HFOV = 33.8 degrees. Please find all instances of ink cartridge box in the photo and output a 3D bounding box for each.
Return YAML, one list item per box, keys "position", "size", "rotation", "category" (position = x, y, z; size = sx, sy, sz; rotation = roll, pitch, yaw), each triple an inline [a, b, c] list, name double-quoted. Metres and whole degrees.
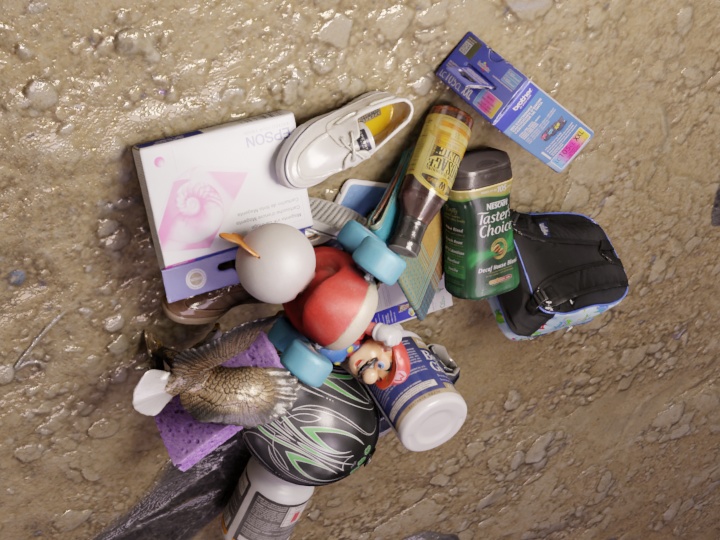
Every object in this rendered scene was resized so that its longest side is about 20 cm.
- position: [0.190, -0.220, 1.513]
  size: [0.076, 0.137, 0.200]
  rotation: [-50, 138, 11]
  category: "ink cartridge box"
- position: [0.034, 0.040, 1.731]
  size: [0.199, 0.039, 0.100]
  rotation: [-19, 138, -7]
  category: "ink cartridge box"
- position: [-0.158, -0.075, 1.432]
  size: [0.195, 0.043, 0.201]
  rotation: [-17, 108, -20]
  category: "ink cartridge box"

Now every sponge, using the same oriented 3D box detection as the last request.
- position: [-0.196, 0.181, 1.670]
  size: [0.200, 0.112, 0.030]
  rotation: [-37, 142, 3]
  category: "sponge"

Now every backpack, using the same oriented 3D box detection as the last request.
- position: [0.283, 0.006, 1.774]
  size: [0.199, 0.184, 0.147]
  rotation: [-7, 156, -32]
  category: "backpack"

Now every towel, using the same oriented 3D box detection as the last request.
- position: [0.073, -0.047, 1.606]
  size: [0.147, 0.022, 0.200]
  rotation: [-64, 145, -31]
  category: "towel"

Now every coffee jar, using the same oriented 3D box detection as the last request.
- position: [0.163, -0.066, 1.640]
  size: [0.104, 0.085, 0.201]
  rotation: [-17, 112, -26]
  category: "coffee jar"

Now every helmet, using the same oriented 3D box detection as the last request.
- position: [-0.081, 0.218, 1.731]
  size: [0.200, 0.200, 0.190]
  rotation: [-48, 150, 16]
  category: "helmet"

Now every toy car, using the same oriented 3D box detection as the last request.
- position: [-0.085, 0.000, 1.416]
  size: [0.200, 0.177, 0.185]
  rotation: [35, 94, -20]
  category: "toy car"

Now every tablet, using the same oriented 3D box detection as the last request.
- position: [0.036, -0.067, 1.658]
  size: [0.199, 0.014, 0.130]
  rotation: [3, 127, -37]
  category: "tablet"

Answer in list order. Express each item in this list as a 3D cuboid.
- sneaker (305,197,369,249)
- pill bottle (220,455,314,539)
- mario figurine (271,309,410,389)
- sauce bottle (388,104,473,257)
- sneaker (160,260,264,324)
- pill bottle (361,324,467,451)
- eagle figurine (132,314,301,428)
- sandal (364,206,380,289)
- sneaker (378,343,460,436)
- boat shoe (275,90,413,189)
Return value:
- position: [-0.083, -0.050, 1.545]
  size: [0.199, 0.079, 0.080]
  rotation: [10, 119, -26]
  category: "sneaker"
- position: [-0.139, 0.353, 1.874]
  size: [0.116, 0.117, 0.201]
  rotation: [3, 128, -35]
  category: "pill bottle"
- position: [-0.021, 0.111, 1.615]
  size: [0.199, 0.123, 0.106]
  rotation: [24, 75, -18]
  category: "mario figurine"
- position: [0.089, -0.115, 1.532]
  size: [0.066, 0.066, 0.201]
  rotation: [31, 73, -48]
  category: "sauce bottle"
- position: [-0.169, 0.011, 1.555]
  size: [0.199, 0.071, 0.076]
  rotation: [-15, 142, -36]
  category: "sneaker"
- position: [0.064, 0.160, 1.754]
  size: [0.111, 0.200, 0.111]
  rotation: [-19, 139, -18]
  category: "pill bottle"
- position: [-0.196, 0.127, 1.575]
  size: [0.199, 0.152, 0.152]
  rotation: [4, 170, 20]
  category: "eagle figurine"
- position: [0.000, -0.001, 1.629]
  size: [0.079, 0.057, 0.201]
  rotation: [20, 115, -23]
  category: "sandal"
- position: [0.068, 0.187, 1.869]
  size: [0.202, 0.077, 0.146]
  rotation: [-15, 149, -35]
  category: "sneaker"
- position: [-0.014, -0.159, 1.438]
  size: [0.200, 0.070, 0.071]
  rotation: [-34, 119, -31]
  category: "boat shoe"
